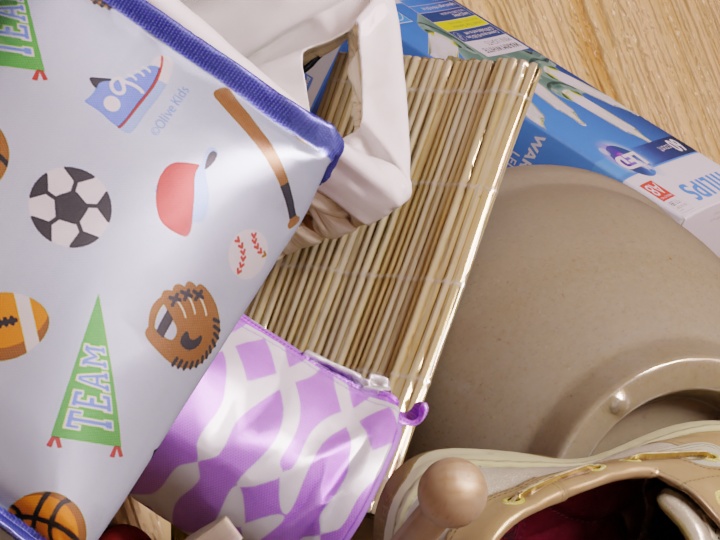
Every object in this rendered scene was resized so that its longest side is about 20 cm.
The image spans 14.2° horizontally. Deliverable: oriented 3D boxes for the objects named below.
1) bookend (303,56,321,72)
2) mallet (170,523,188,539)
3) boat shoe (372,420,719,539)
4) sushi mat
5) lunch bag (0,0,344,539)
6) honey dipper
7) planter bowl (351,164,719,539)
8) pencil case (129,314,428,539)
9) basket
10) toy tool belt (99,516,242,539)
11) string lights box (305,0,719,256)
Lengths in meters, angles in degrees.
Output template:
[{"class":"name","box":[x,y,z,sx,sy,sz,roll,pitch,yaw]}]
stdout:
[{"class":"bookend","box":[-0.021,-0.202,1.284,0.199,0.092,0.200,49,26,8]},{"class":"mallet","box":[-0.065,0.106,1.054,0.041,0.066,0.201,2,74,-15]},{"class":"boat shoe","box":[0.103,0.098,1.028,0.200,0.066,0.074,-4,106,-29]},{"class":"sushi mat","box":[0.000,0.000,1.114,0.012,0.096,0.200,45,57,-46]},{"class":"lunch bag","box":[-0.134,-0.020,0.872,0.200,0.124,0.170,35,69,-5]},{"class":"honey dipper","box":[-0.002,0.117,0.982,0.038,0.200,0.038,14,51,-18]},{"class":"planter bowl","box":[0.091,0.071,1.133,0.200,0.200,0.135,47,-8,-30]},{"class":"pencil case","box":[-0.075,0.029,0.986,0.200,0.086,0.084,34,7,-12]},{"class":"basket","box":[-0.088,-0.096,1.093,0.200,0.123,0.136,39,35,-41]},{"class":"toy tool belt","box":[-0.061,0.146,0.926,0.125,0.123,0.200,45,32,-32]},{"class":"string lights box","box":[0.067,-0.059,1.300,0.200,0.059,0.103,33,21,17]}]
